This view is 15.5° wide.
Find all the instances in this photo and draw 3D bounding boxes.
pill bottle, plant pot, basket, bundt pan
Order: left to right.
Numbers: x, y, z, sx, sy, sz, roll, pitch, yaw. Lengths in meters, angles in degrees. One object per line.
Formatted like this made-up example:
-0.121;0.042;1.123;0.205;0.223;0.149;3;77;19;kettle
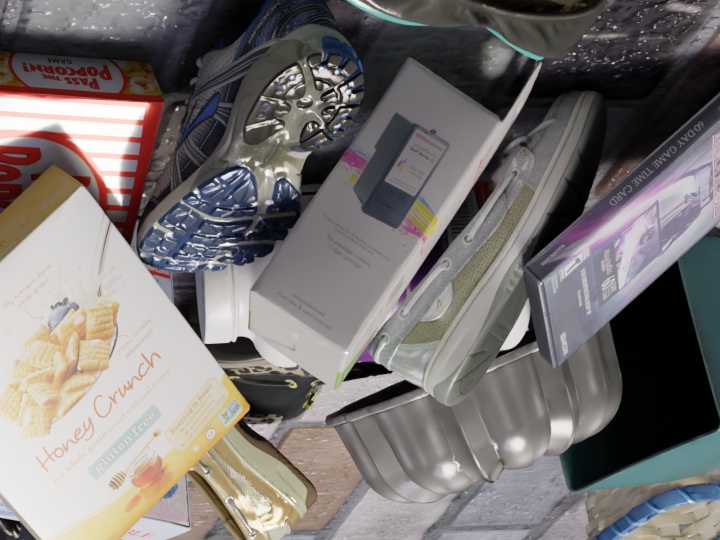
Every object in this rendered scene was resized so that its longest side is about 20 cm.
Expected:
0.000;0.000;1.619;0.198;0.113;0.113;-4;157;-7;pill bottle
0.081;0.093;1.713;0.201;0.076;0.202;-21;-179;0;bundt pan
0.258;0.205;2.054;0.138;0.202;0.176;5;155;-26;basket
0.241;0.064;1.819;0.199;0.142;0.141;3;157;-44;plant pot

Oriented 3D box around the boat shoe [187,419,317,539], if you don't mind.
-0.121;0.114;1.776;0.200;0.076;0.072;43;166;-7;boat shoe

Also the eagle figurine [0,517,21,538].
-0.282;0.083;1.616;0.150;0.202;0.152;-6;157;5;eagle figurine

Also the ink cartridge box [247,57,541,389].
0.018;-0.041;1.484;0.067;0.201;0.117;34;168;4;ink cartridge box

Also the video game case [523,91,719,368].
0.179;-0.035;1.570;0.200;0.019;0.143;-40;158;-9;video game case

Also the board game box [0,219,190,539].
-0.193;0.050;1.571;0.041;0.201;0.199;-25;150;39;board game box

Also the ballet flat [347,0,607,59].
0.061;-0.157;1.343;0.068;0.068;0.199;-34;157;30;ballet flat

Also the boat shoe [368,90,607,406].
0.079;-0.021;1.540;0.064;0.203;0.074;28;177;18;boat shoe

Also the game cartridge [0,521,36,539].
-0.224;0.152;1.649;0.040;0.201;0.133;21;143;-37;game cartridge

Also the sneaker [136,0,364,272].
-0.063;-0.076;1.437;0.077;0.086;0.200;13;135;-32;sneaker

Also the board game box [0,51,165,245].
-0.220;-0.047;1.448;0.198;0.046;0.152;2;124;-21;board game box

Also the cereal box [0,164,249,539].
-0.163;0.059;1.464;0.144;0.039;0.200;-45;131;-11;cereal box

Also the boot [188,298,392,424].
-0.020;0.052;1.797;0.202;0.074;0.154;-3;161;-8;boot
